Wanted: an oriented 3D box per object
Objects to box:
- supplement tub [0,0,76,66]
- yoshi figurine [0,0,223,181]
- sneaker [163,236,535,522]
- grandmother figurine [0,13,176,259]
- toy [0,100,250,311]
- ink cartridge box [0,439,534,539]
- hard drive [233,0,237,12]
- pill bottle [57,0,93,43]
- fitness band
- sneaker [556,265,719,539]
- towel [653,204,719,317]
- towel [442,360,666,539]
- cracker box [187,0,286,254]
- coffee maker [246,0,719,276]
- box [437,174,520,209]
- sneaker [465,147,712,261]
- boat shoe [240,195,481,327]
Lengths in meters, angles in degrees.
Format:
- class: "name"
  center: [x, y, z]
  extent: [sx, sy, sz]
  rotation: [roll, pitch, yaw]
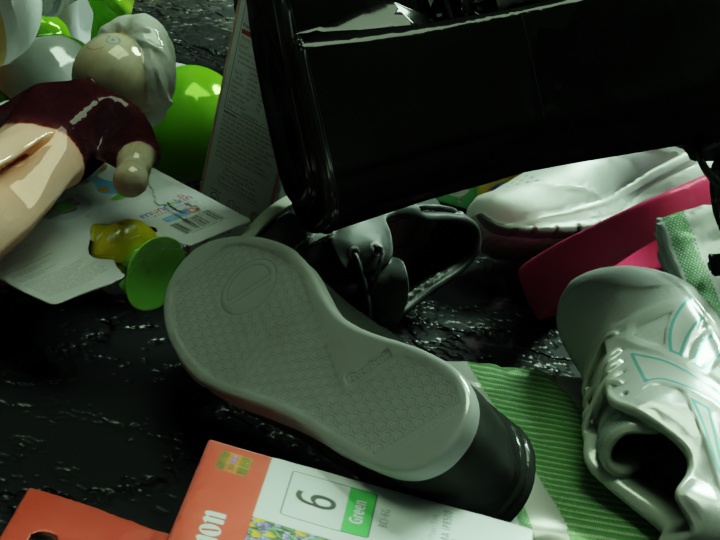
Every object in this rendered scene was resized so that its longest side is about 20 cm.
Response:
- class: "supplement tub"
  center: [-0.248, -0.146, 0.970]
  extent: [0.199, 0.145, 0.144]
  rotation: [-32, 45, -22]
- class: "yoshi figurine"
  center: [-0.142, -0.097, 1.067]
  extent: [0.198, 0.113, 0.112]
  rotation: [15, 34, -5]
- class: "sneaker"
  center: [-0.006, 0.055, 0.836]
  extent: [0.199, 0.071, 0.099]
  rotation: [30, -13, 44]
- class: "grandmother figurine"
  center: [-0.144, -0.055, 0.889]
  extent: [0.120, 0.061, 0.200]
  rotation: [17, 43, 20]
- class: "toy"
  center: [-0.158, -0.022, 0.942]
  extent: [0.115, 0.048, 0.199]
  rotation: [-25, 33, -37]
- class: "ink cartridge box"
  center: [-0.038, 0.114, 0.719]
  extent: [0.198, 0.051, 0.109]
  rotation: [16, 24, 1]
- class: "hard drive"
  center: [0.023, -0.147, 1.245]
  extent: [0.198, 0.033, 0.140]
  rotation: [9, 22, -12]
- class: "pill bottle"
  center: [-0.249, -0.213, 1.245]
  extent: [0.198, 0.110, 0.109]
  rotation: [20, 24, 12]
- class: "fitness band"
  center: [0.169, -0.021, 1.051]
  extent: [0.199, 0.143, 0.038]
  rotation: [-16, 82, -51]
- class: "sneaker"
  center: [0.131, 0.057, 0.869]
  extent: [0.080, 0.071, 0.201]
  rotation: [1, 30, -25]
- class: "towel"
  center: [0.252, 0.019, 0.923]
  extent: [0.198, 0.031, 0.150]
  rotation: [-13, 62, -3]
- class: "towel"
  center: [0.132, 0.094, 0.904]
  extent: [0.198, 0.024, 0.153]
  rotation: [7, 26, -22]
- class: "cracker box"
  center: [-0.010, -0.098, 1.017]
  extent: [0.057, 0.202, 0.133]
  rotation: [30, 27, 32]
- class: "coffee maker"
  center: [0.061, -0.080, 0.880]
  extent: [0.198, 0.135, 0.194]
  rotation: [-15, 68, -9]
- class: "box"
  center: [0.056, -0.082, 1.215]
  extent: [0.198, 0.049, 0.118]
  rotation: [13, 23, 1]
- class: "sneaker"
  center: [0.131, -0.062, 1.117]
  extent: [0.199, 0.088, 0.074]
  rotation: [-22, 0, -38]
- class: "boat shoe"
  center: [0.000, 0.002, 0.961]
  extent: [0.066, 0.075, 0.199]
  rotation: [18, 17, 25]
